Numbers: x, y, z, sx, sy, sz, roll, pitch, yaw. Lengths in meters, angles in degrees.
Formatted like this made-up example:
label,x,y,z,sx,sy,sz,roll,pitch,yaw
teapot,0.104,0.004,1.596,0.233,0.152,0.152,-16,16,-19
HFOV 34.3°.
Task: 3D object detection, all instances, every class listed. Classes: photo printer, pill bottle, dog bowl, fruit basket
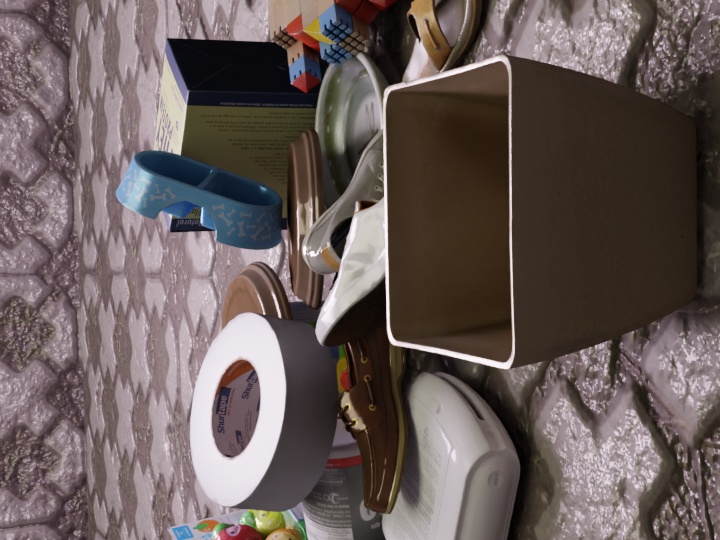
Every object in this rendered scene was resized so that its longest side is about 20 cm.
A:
label,x,y,z,sx,sy,sz,roll,pitch,yaw
photo printer,0.086,0.209,1.136,0.166,0.069,0.202,-134,47,-59
pill bottle,-0.007,0.253,1.272,0.114,0.113,0.202,-146,44,-61
dog bowl,-0.180,-0.085,1.342,0.112,0.198,0.050,-65,-7,-68
fruit basket,-0.125,0.338,1.469,0.185,0.198,0.095,-143,54,-61

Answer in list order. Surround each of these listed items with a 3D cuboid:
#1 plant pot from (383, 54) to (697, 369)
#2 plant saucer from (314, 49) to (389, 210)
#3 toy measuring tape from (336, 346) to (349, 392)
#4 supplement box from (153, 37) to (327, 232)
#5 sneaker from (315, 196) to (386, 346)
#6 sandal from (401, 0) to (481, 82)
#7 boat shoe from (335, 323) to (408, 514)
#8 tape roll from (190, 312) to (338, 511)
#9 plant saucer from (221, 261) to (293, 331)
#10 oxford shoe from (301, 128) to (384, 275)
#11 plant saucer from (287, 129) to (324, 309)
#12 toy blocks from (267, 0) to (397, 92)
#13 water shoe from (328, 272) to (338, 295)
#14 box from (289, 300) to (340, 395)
label,x,y,z,sx,sy,sz,roll,pitch,yaw
plant pot,0.136,-0.042,0.863,0.200,0.176,0.202,-176,84,-66
plant saucer,0.005,-0.147,1.311,0.200,0.050,0.202,178,90,-66
toy measuring tape,0.009,0.134,1.327,0.201,0.073,0.074,94,160,-51
supplement box,-0.148,-0.168,1.471,0.135,0.198,0.201,-117,33,-47
sneaker,0.013,-0.013,1.101,0.200,0.072,0.085,-51,54,32
sandal,0.069,-0.236,1.149,0.201,0.054,0.081,113,146,-44
boat shoe,0.007,0.138,1.152,0.072,0.067,0.202,124,148,-67
tape roll,-0.104,0.148,1.222,0.200,0.066,0.202,-22,62,51
plant saucer,-0.124,0.091,1.380,0.200,0.029,0.202,19,112,62
oxford shoe,0.019,-0.075,1.171,0.200,0.075,0.058,-52,29,-15
plant saucer,-0.063,-0.057,1.315,0.200,0.029,0.202,178,90,-83
toy blocks,-0.030,-0.288,1.277,0.199,0.100,0.138,-34,48,32
water shoe,0.000,0.000,1.290,0.079,0.071,0.200,58,146,18
box,-0.076,0.142,1.445,0.101,0.112,0.202,-175,83,-64
